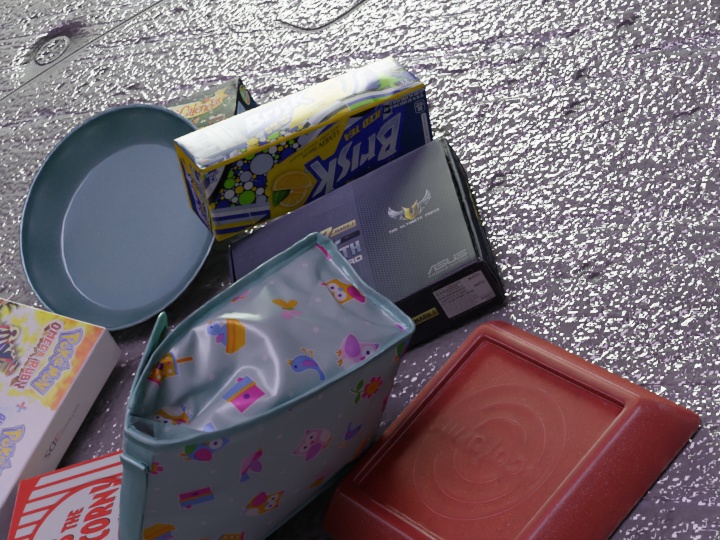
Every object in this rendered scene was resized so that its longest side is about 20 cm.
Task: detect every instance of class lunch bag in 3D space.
[{"bbox_3d":[-0.080,0.096,1.133,0.200,0.171,0.122,-33,66,-30],"label":"lunch bag"}]

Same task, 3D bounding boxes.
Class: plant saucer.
[{"bbox_3d":[-0.197,-0.041,1.476,0.199,0.036,0.201,-8,70,23],"label":"plant saucer"},{"bbox_3d":[0.088,0.125,1.149,0.200,0.037,0.199,-48,40,-14],"label":"plant saucer"}]

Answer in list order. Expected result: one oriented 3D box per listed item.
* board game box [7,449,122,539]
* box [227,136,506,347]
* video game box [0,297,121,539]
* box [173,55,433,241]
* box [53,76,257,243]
[{"bbox_3d":[-0.163,0.197,1.244,0.199,0.046,0.152,-19,41,19],"label":"board game box"},{"bbox_3d":[0.000,0.000,1.327,0.199,0.051,0.158,-25,39,11],"label":"box"},{"bbox_3d":[-0.316,0.115,1.394,0.181,0.047,0.201,15,61,23],"label":"video game box"},{"bbox_3d":[-0.043,-0.100,1.400,0.199,0.070,0.064,-22,36,-16],"label":"box"},{"bbox_3d":[-0.191,-0.085,1.560,0.199,0.038,0.137,-19,42,19],"label":"box"}]
